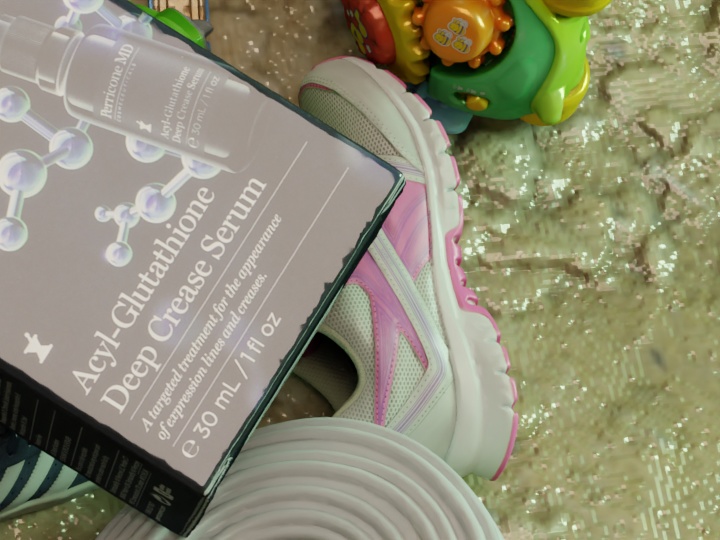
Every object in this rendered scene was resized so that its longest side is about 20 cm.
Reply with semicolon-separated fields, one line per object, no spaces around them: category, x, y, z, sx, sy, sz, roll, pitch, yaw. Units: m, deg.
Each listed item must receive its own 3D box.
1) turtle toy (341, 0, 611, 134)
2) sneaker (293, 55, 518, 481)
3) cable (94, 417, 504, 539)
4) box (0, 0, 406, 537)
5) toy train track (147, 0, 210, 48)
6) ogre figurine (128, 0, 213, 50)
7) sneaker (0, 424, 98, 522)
turtle toy;0.032;-0.144;1.325;0.101;0.146;0.200;-25;70;-14
sneaker;0.000;0.000;1.286;0.088;0.081;0.201;-10;67;-15
cable;-0.030;0.150;1.182;0.199;0.069;0.200;-22;48;2
box;-0.108;-0.017;1.161;0.200;0.107;0.149;31;74;0
toy train track;-0.084;-0.127;1.362;0.114;0.033;0.201;-1;73;-9
ogre figurine;-0.129;-0.054;1.272;0.119;0.098;0.200;5;34;3
sneaker;-0.149;0.061;1.233;0.200;0.085;0.075;-31;73;-21
